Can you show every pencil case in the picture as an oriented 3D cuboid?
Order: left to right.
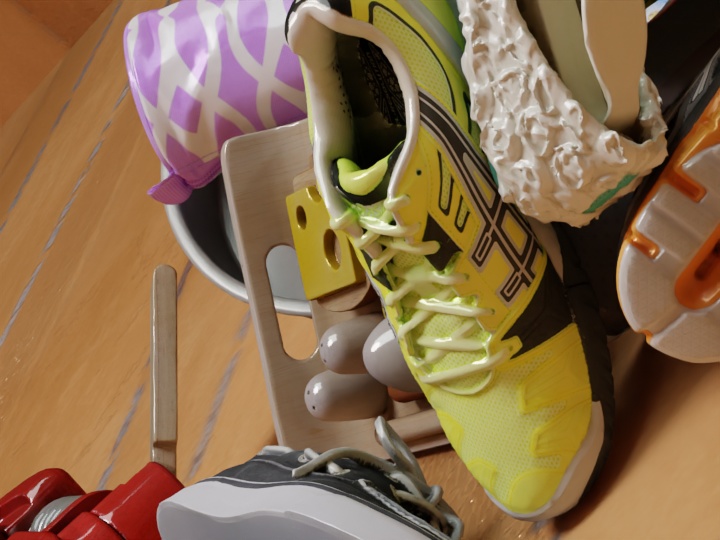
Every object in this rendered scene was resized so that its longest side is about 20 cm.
[{"bbox_3d":[-0.001,-0.095,1.223,0.199,0.086,0.084,-17,-14,18],"label":"pencil case"}]

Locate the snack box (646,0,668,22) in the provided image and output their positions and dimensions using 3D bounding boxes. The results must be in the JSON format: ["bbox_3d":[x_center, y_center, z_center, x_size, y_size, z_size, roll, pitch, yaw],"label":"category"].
[{"bbox_3d":[0.114,-0.079,1.125,0.072,0.024,0.200,28,76,36],"label":"snack box"}]

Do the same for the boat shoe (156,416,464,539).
[{"bbox_3d":[-0.001,0.094,1.024,0.068,0.074,0.199,-35,12,-22],"label":"boat shoe"}]

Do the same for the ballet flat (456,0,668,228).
[{"bbox_3d":[0.057,-0.115,0.932,0.071,0.201,0.072,-16,-3,-1],"label":"ballet flat"}]

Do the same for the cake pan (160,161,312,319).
[{"bbox_3d":[0.009,-0.061,1.268,0.199,0.037,0.201,-13,56,20],"label":"cake pan"}]

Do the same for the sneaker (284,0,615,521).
[{"bbox_3d":[0.022,-0.009,0.965,0.075,0.201,0.076,-21,-1,39],"label":"sneaker"}]

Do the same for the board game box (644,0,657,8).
[{"bbox_3d":[0.095,-0.152,0.972,0.047,0.102,0.200,-6,-16,-36],"label":"board game box"}]

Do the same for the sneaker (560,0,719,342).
[{"bbox_3d":[0.125,-0.062,1.021,0.200,0.077,0.082,-56,20,-21],"label":"sneaker"}]

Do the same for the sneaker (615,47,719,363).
[{"bbox_3d":[0.147,-0.064,0.943,0.200,0.078,0.077,-50,7,7],"label":"sneaker"}]

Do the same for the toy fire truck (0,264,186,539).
[{"bbox_3d":[-0.133,0.112,1.362,0.200,0.129,0.176,-42,9,-18],"label":"toy fire truck"}]

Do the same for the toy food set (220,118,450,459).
[{"bbox_3d":[0.000,0.000,1.110,0.060,0.144,0.200,-10,-4,-24],"label":"toy food set"}]
